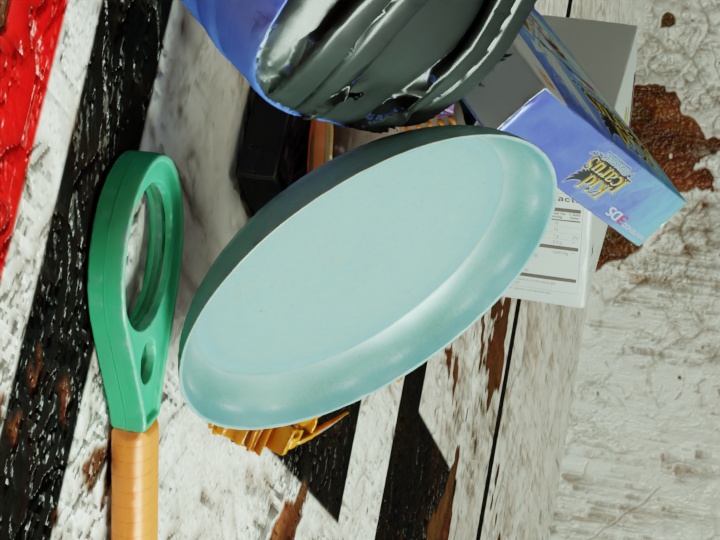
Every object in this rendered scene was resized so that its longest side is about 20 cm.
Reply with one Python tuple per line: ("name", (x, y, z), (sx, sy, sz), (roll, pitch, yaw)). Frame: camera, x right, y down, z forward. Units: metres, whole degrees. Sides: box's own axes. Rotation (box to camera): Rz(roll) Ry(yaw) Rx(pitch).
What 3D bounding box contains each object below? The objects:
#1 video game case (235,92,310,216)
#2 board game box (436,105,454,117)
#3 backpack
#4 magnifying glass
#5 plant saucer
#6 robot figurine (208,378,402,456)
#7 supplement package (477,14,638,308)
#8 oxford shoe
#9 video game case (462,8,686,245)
("video game case", (-0.022, -0.090, 1.144), (0.200, 0.025, 0.181), (71, 29, -66))
("board game box", (0.014, -0.192, 1.063), (0.032, 0.120, 0.201), (-10, -114, 58))
("backpack", (0.010, -0.168, 0.858), (0.162, 0.168, 0.200), (9, 120, -46))
("magnifying glass", (-0.096, 0.046, 0.884), (0.080, 0.022, 0.201), (-54, 151, -67))
("plant saucer", (0.000, 0.000, 0.942), (0.027, 0.200, 0.200), (56, -10, 28))
("robot figurine", (-0.009, 0.030, 1.116), (0.200, 0.058, 0.145), (-25, 140, -64))
("supplement package", (0.101, -0.085, 1.419), (0.200, 0.155, 0.111), (-67, 161, -51))
("oxford shoe", (0.019, -0.077, 1.106), (0.200, 0.073, 0.072), (-52, 148, -66))
("video game case", (0.096, -0.120, 1.222), (0.200, 0.045, 0.182), (29, 25, -54))
